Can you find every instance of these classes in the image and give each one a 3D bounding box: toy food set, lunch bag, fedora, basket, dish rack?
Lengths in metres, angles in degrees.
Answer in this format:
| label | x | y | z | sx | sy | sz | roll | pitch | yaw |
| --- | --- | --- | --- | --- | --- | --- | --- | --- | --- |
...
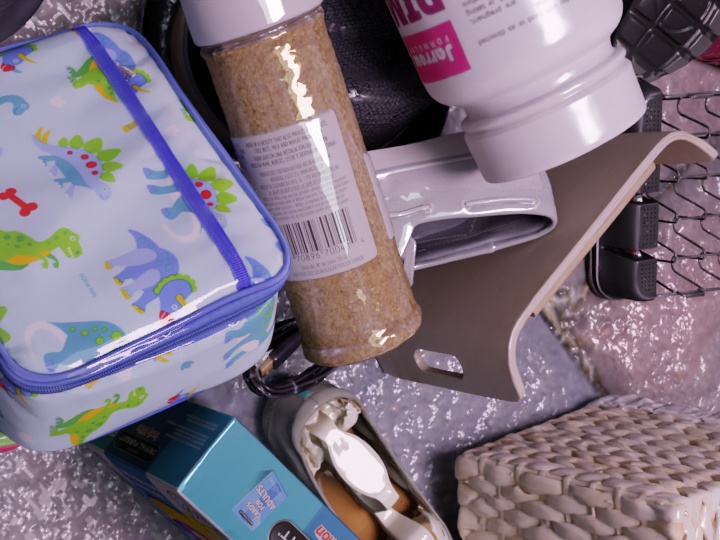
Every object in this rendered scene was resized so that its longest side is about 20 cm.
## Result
| label | x | y | z | sx | sy | sz | roll | pitch | yaw |
| --- | --- | --- | --- | --- | --- | --- | --- | --- | --- |
| toy food set | 0.109 | -0.007 | 0.830 | 0.200 | 0.143 | 0.061 | -49 | 115 | -19 |
| lunch bag | -0.135 | -0.026 | 0.671 | 0.159 | 0.083 | 0.201 | -21 | 61 | -26 |
| fedora | -0.020 | -0.128 | 0.768 | 0.198 | 0.091 | 0.204 | 3 | 84 | -27 |
| basket | 0.173 | 0.194 | 0.836 | 0.159 | 0.199 | 0.201 | -7 | 98 | -36 |
| dish rack | 0.255 | -0.058 | 0.936 | 0.197 | 0.054 | 0.156 | -6 | 105 | -20 |

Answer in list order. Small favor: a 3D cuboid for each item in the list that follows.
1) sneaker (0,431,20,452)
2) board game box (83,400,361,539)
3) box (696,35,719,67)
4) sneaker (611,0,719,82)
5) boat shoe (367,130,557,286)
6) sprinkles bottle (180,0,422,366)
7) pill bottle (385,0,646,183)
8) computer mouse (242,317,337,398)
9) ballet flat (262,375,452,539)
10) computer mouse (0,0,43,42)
| label | x | y | z | sx | sy | sz | roll | pitch | yaw |
| --- | --- | --- | --- | --- | --- | --- | --- | --- | --- |
| sneaker | -0.163 | 0.038 | 0.724 | 0.199 | 0.076 | 0.085 | -29 | 95 | -33 |
| board game box | -0.047 | 0.149 | 0.743 | 0.200 | 0.150 | 0.047 | 48 | 71 | -22 |
| box | 0.313 | -0.237 | 0.965 | 0.099 | 0.095 | 0.203 | 12 | 87 | -31 |
| sneaker | 0.225 | -0.219 | 0.933 | 0.075 | 0.079 | 0.201 | 30 | 98 | -32 |
| boat shoe | 0.016 | -0.021 | 0.771 | 0.197 | 0.072 | 0.069 | -13 | 60 | -14 |
| sprinkles bottle | -0.028 | -0.054 | 0.691 | 0.068 | 0.068 | 0.202 | -26 | 108 | -26 |
| pill bottle | 0.066 | -0.156 | 0.704 | 0.113 | 0.113 | 0.202 | -31 | 102 | -25 |
| computer mouse | 0.000 | 0.000 | 0.810 | 0.059 | 0.034 | 0.201 | 45 | 60 | -13 |
| ballet flat | 0.012 | 0.148 | 0.827 | 0.067 | 0.063 | 0.201 | -43 | 112 | -21 |
| computer mouse | -0.232 | -0.119 | 0.636 | 0.198 | 0.138 | 0.053 | -15 | 99 | -32 |
